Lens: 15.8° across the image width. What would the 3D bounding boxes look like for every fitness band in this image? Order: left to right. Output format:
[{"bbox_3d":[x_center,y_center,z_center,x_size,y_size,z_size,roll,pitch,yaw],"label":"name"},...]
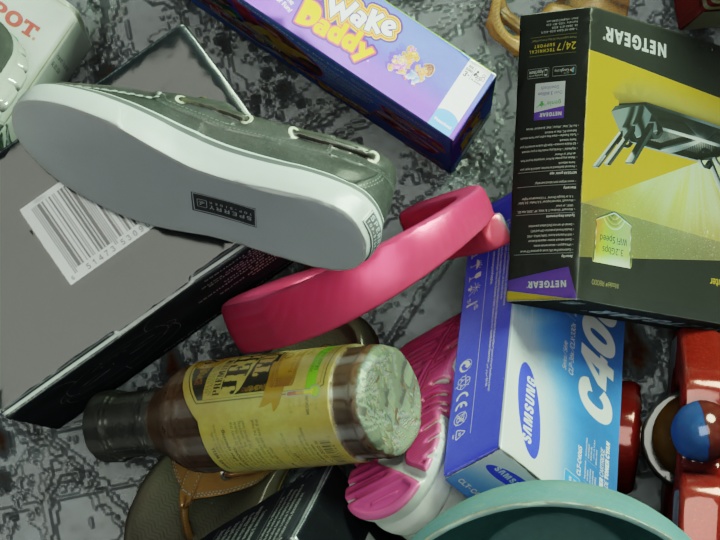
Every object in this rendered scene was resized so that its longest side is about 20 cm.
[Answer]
[{"bbox_3d":[0.000,0.000,1.411,0.143,0.200,0.038,-25,93,-20],"label":"fitness band"}]

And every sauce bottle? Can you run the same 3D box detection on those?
[{"bbox_3d":[-0.065,0.078,1.407,0.199,0.065,0.065,-8,83,32],"label":"sauce bottle"}]

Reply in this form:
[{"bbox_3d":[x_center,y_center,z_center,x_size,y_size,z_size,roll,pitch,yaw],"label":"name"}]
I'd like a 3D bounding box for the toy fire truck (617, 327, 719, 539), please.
[{"bbox_3d":[0.183,0.131,1.423,0.112,0.168,0.201,5,84,1],"label":"toy fire truck"}]

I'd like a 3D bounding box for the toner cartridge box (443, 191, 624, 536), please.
[{"bbox_3d":[0.099,0.055,1.419,0.043,0.200,0.095,-31,124,33],"label":"toner cartridge box"}]

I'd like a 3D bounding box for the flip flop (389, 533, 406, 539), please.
[{"bbox_3d":[-0.011,0.179,1.479,0.199,0.058,0.081,-19,52,13],"label":"flip flop"}]

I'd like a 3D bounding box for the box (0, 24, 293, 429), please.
[{"bbox_3d":[-0.135,-0.017,1.431,0.200,0.197,0.124,-35,83,-2],"label":"box"}]

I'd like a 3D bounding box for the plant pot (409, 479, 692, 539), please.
[{"bbox_3d":[0.097,0.187,1.294,0.199,0.135,0.201,1,106,5],"label":"plant pot"}]

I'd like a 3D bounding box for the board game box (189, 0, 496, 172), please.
[{"bbox_3d":[-0.018,-0.136,1.473,0.200,0.134,0.045,34,86,4],"label":"board game box"}]

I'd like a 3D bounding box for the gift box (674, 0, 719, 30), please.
[{"bbox_3d":[0.277,-0.230,1.442,0.186,0.200,0.185,-7,89,-9],"label":"gift box"}]

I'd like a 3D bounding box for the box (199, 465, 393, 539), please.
[{"bbox_3d":[-0.059,0.224,1.404,0.200,0.104,0.148,-34,100,21],"label":"box"}]

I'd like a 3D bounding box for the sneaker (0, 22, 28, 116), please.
[{"bbox_3d":[-0.236,-0.100,1.363,0.077,0.200,0.091,-26,114,20],"label":"sneaker"}]

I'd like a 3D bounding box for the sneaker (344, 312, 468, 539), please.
[{"bbox_3d":[0.054,0.095,1.442,0.081,0.200,0.088,-28,114,33],"label":"sneaker"}]

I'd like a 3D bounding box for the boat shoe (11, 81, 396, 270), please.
[{"bbox_3d":[-0.077,-0.057,1.308,0.199,0.069,0.057,20,51,10],"label":"boat shoe"}]

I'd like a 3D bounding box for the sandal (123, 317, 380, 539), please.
[{"bbox_3d":[-0.067,0.099,1.477,0.200,0.055,0.082,-47,61,-4],"label":"sandal"}]

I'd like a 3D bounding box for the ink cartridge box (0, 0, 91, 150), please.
[{"bbox_3d":[-0.269,-0.099,1.499,0.146,0.083,0.200,34,85,4],"label":"ink cartridge box"}]

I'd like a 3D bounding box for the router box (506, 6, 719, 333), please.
[{"bbox_3d":[0.165,-0.050,1.437,0.052,0.200,0.158,-2,83,43],"label":"router box"}]

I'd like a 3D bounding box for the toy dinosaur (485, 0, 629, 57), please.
[{"bbox_3d":[0.124,-0.132,1.507,0.106,0.060,0.201,16,85,1],"label":"toy dinosaur"}]
